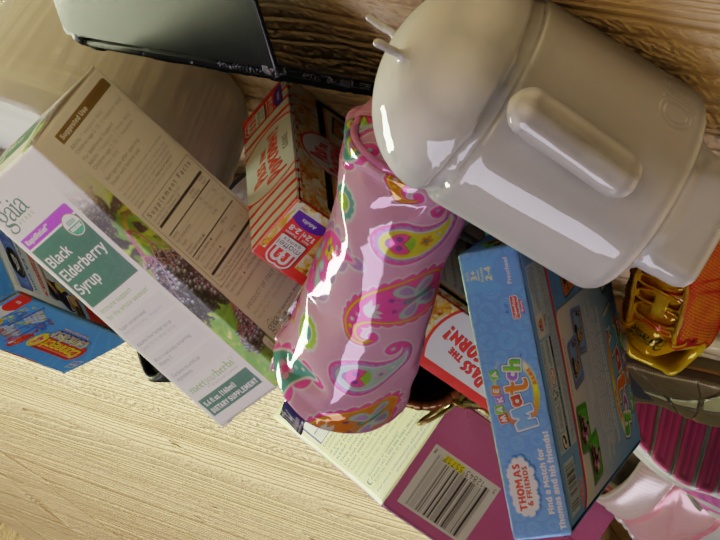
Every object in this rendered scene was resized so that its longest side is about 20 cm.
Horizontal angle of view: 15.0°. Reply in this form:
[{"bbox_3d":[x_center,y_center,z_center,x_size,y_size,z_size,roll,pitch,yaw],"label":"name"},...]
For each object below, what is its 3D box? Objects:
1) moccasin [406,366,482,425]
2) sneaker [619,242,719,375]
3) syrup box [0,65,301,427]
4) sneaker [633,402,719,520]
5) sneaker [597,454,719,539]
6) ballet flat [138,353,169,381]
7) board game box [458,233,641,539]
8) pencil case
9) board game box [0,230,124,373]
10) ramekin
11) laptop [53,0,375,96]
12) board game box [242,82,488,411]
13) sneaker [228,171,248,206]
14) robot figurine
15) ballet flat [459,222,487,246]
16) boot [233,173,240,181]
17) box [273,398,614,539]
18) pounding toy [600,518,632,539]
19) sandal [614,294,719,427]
[{"bbox_3d":[0.042,0.057,1.677,0.201,0.073,0.078,33,-153,-60],"label":"moccasin"},{"bbox_3d":[0.178,0.007,1.506,0.073,0.077,0.200,24,163,18],"label":"sneaker"},{"bbox_3d":[-0.117,-0.013,1.570,0.200,0.082,0.079,42,137,-11],"label":"syrup box"},{"bbox_3d":[0.233,0.123,1.781,0.200,0.082,0.088,34,162,-19],"label":"sneaker"},{"bbox_3d":[0.213,0.164,1.964,0.104,0.076,0.200,24,158,-1],"label":"sneaker"},{"bbox_3d":[-0.156,-0.015,1.833,0.068,0.068,0.201,-13,105,54],"label":"ballet flat"},{"bbox_3d":[0.105,0.045,1.468,0.036,0.152,0.200,-9,-173,18],"label":"board game box"},{"bbox_3d":[0.008,-0.002,1.460,0.087,0.088,0.201,25,132,7],"label":"pencil case"},{"bbox_3d":[-0.251,-0.042,1.836,0.201,0.056,0.196,65,-170,17],"label":"board game box"},{"bbox_3d":[-0.162,-0.099,1.707,0.201,0.095,0.202,25,164,7],"label":"ramekin"},{"bbox_3d":[-0.078,-0.163,1.517,0.177,0.104,0.199,14,-174,43],"label":"laptop"},{"bbox_3d":[0.023,-0.013,1.608,0.200,0.046,0.152,35,-157,-22],"label":"board game box"},{"bbox_3d":[0.000,0.000,1.701,0.199,0.074,0.080,19,-143,-39],"label":"sneaker"},{"bbox_3d":[0.089,-0.068,1.337,0.199,0.113,0.170,30,179,-11],"label":"robot figurine"},{"bbox_3d":[0.059,-0.051,1.545,0.068,0.068,0.200,33,168,25],"label":"ballet flat"},{"bbox_3d":[-0.074,0.000,1.912,0.155,0.077,0.200,10,155,43],"label":"boot"},{"bbox_3d":[0.060,0.142,2.024,0.176,0.097,0.200,36,179,-30],"label":"box"},{"bbox_3d":[0.153,0.259,2.210,0.141,0.201,0.184,-9,152,16],"label":"pounding toy"},{"bbox_3d":[0.165,0.045,1.694,0.199,0.054,0.080,15,160,35],"label":"sandal"}]
